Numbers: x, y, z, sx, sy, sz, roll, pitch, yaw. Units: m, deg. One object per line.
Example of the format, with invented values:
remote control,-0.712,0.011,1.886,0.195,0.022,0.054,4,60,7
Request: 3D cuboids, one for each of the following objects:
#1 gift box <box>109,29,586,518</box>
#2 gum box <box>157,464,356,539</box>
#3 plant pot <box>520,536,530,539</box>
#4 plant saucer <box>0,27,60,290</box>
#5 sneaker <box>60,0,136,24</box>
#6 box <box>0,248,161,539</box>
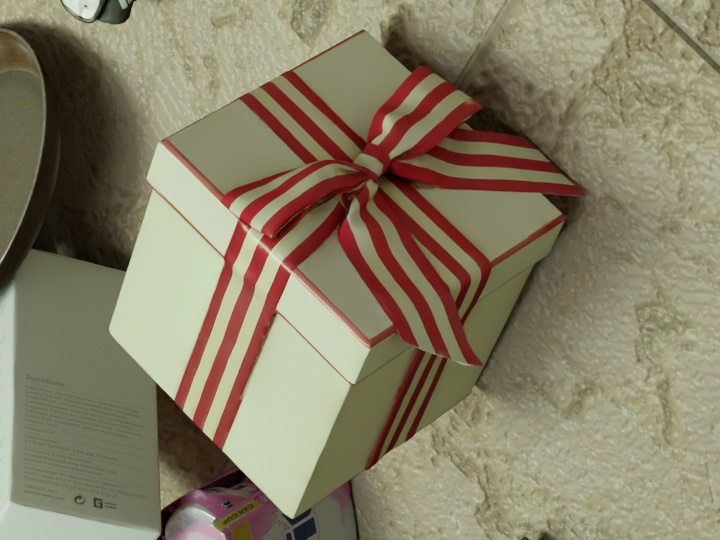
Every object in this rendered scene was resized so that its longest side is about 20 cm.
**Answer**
gift box,0.000,0.000,1.357,0.200,0.184,0.187,39,139,16
gum box,-0.055,0.213,1.542,0.066,0.113,0.202,7,114,38
plant pot,0.122,0.286,1.410,0.199,0.141,0.142,33,128,16
plant saucer,-0.246,-0.053,1.579,0.200,0.032,0.202,-26,53,41
sneaker,-0.120,-0.194,1.449,0.200,0.075,0.116,24,133,40
box,-0.191,0.106,1.547,0.125,0.097,0.201,124,151,-41
